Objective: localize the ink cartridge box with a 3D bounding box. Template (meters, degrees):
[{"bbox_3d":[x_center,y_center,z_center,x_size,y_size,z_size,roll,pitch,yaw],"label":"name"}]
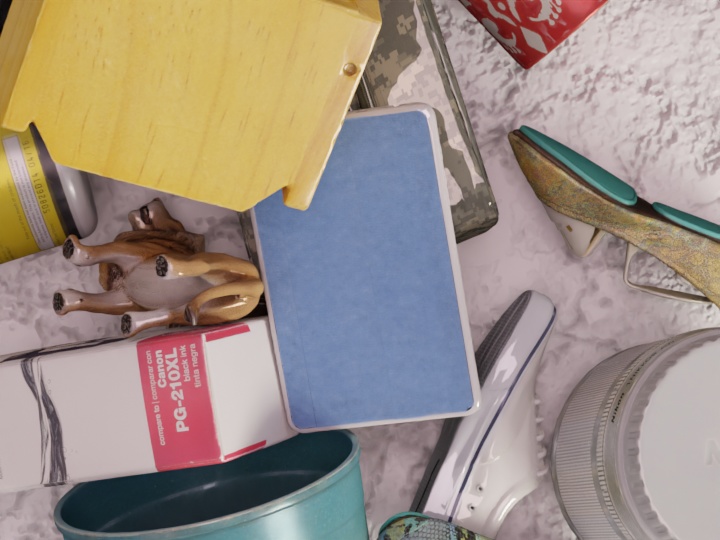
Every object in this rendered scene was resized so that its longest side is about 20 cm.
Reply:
[{"bbox_3d":[-0.159,0.086,1.655,0.199,0.145,0.085,-9,91,19],"label":"ink cartridge box"}]

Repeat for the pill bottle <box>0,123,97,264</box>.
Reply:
[{"bbox_3d":[-0.280,-0.048,1.702,0.199,0.112,0.112,-17,88,-3],"label":"pill bottle"}]

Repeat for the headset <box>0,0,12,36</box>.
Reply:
[{"bbox_3d":[-0.183,-0.175,1.692,0.123,0.094,0.200,1,43,-35],"label":"headset"}]

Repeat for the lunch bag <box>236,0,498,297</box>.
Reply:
[{"bbox_3d":[-0.013,-0.088,1.701,0.167,0.139,0.201,-18,90,2],"label":"lunch bag"}]

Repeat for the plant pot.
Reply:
[{"bbox_3d":[-0.077,0.218,1.668,0.199,0.200,0.189,-14,103,-2],"label":"plant pot"}]

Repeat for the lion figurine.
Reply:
[{"bbox_3d":[-0.115,0.008,1.655,0.122,0.200,0.073,0,104,-37],"label":"lion figurine"}]

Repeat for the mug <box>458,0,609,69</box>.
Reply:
[{"bbox_3d":[0.081,-0.237,1.695,0.133,0.178,0.200,-40,94,11],"label":"mug"}]

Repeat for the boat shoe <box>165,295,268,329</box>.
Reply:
[{"bbox_3d":[-0.031,0.050,1.725,0.199,0.072,0.072,15,87,-1],"label":"boat shoe"}]

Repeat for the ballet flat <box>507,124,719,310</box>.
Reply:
[{"bbox_3d":[0.178,-0.027,1.741,0.199,0.071,0.071,27,87,0],"label":"ballet flat"}]

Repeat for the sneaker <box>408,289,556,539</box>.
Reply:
[{"bbox_3d":[0.094,0.112,1.734,0.071,0.073,0.201,23,96,-10],"label":"sneaker"}]

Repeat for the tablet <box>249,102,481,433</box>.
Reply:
[{"bbox_3d":[0.000,0.000,1.634,0.130,0.014,0.201,-7,100,16],"label":"tablet"}]

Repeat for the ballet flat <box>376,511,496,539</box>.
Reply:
[{"bbox_3d":[0.095,0.214,1.689,0.199,0.074,0.075,16,87,-29],"label":"ballet flat"}]

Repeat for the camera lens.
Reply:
[{"bbox_3d":[0.217,0.120,1.659,0.159,0.200,0.161,1,84,-10],"label":"camera lens"}]

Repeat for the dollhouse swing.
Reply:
[{"bbox_3d":[-0.115,-0.165,1.582,0.199,0.176,0.182,14,111,-24],"label":"dollhouse swing"}]
